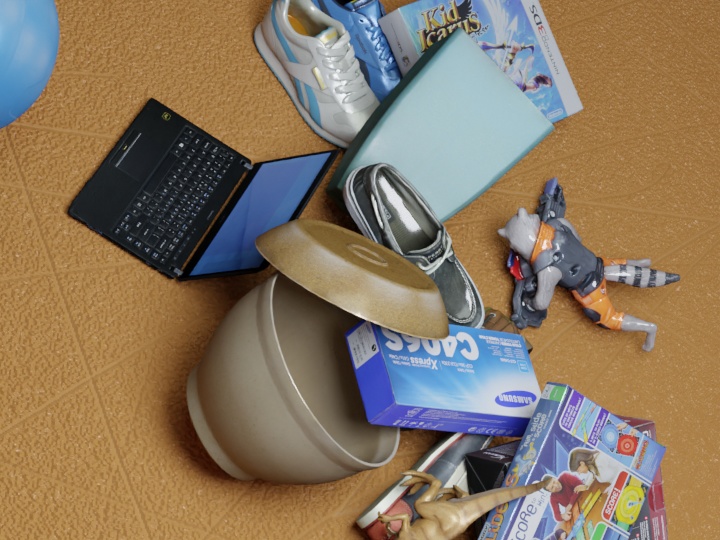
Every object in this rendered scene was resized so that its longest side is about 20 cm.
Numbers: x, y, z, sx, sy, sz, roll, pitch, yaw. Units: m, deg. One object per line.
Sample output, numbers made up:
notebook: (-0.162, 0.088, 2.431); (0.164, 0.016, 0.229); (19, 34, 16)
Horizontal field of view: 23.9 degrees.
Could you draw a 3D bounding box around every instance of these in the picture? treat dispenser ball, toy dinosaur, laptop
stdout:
treat dispenser ball: (-0.385, -0.226, 1.613); (0.199, 0.201, 0.202); (11, 57, -17)
toy dinosaur: (0.082, 0.220, 1.529); (0.061, 0.199, 0.106); (59, 6, -29)
laptop: (-0.155, -0.088, 1.689); (0.199, 0.103, 0.178); (32, 53, -2)

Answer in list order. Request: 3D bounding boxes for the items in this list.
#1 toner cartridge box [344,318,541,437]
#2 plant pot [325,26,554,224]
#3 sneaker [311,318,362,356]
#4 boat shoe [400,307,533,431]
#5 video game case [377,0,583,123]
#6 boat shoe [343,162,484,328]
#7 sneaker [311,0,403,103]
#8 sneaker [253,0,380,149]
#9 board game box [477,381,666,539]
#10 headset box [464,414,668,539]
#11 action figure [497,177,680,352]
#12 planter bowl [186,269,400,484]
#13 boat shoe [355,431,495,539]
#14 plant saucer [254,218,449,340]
toner cartridge box: (0.083, 0.100, 1.600); (0.199, 0.043, 0.096); (9, 55, -40)
plant pot: (0.068, -0.121, 1.754); (0.141, 0.141, 0.200); (44, 83, -7)
sneaker: (0.009, 0.037, 1.705); (0.199, 0.080, 0.089); (-19, 82, -34)
boat shoe: (0.085, 0.097, 1.706); (0.199, 0.072, 0.068); (-24, 70, -44)
video game case: (0.137, -0.229, 1.898); (0.199, 0.045, 0.182); (-25, 92, -35)
boat shoe: (0.056, -0.017, 1.656); (0.072, 0.071, 0.200); (-42, 98, -20)
sneaker: (0.011, -0.253, 1.878); (0.066, 0.079, 0.200); (-34, 79, -37)
sneaker: (-0.035, -0.213, 1.831); (0.076, 0.081, 0.200); (-35, 79, -37)
board game box: (0.187, 0.222, 1.555); (0.135, 0.034, 0.201); (32, 77, -27)
headset box: (0.209, 0.228, 1.632); (0.199, 0.075, 0.150); (-12, 98, -28)
action figure: (0.236, -0.022, 1.822); (0.192, 0.105, 0.201); (23, 56, -21)
planter bowl: (-0.073, 0.112, 1.559); (0.200, 0.134, 0.201); (46, 28, -33)
boat shoe: (0.079, 0.202, 1.634); (0.063, 0.071, 0.200); (48, 56, 3)
plant saucer: (0.000, 0.000, 1.563); (0.199, 0.036, 0.200); (26, 12, -6)
